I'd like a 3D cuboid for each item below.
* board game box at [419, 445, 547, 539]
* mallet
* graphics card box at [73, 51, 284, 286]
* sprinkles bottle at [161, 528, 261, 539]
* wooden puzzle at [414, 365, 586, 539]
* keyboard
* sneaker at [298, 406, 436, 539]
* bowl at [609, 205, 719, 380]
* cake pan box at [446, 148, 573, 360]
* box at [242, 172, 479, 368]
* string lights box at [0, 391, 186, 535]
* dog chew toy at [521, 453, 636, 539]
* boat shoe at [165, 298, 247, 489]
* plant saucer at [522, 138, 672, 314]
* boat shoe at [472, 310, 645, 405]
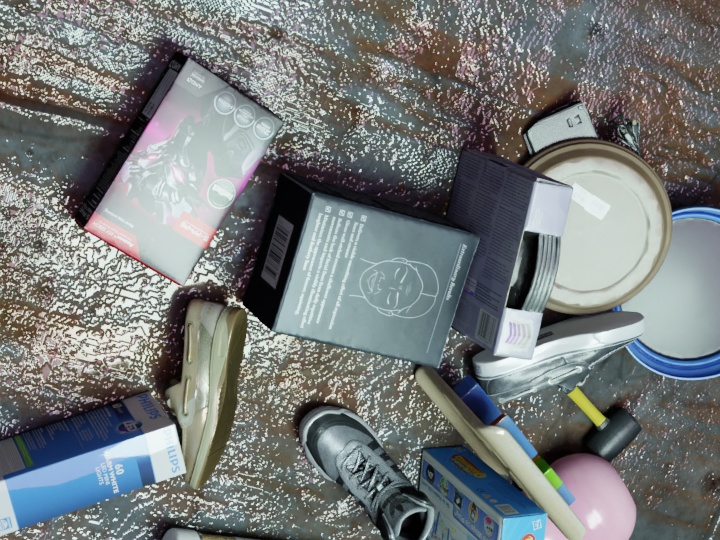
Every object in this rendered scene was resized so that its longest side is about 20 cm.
[{"bbox_3d":[0.125,0.322,1.705,0.055,0.200,0.198,-2,106,-23],"label":"board game box"},{"bbox_3d":[0.243,0.150,1.799,0.200,0.041,0.066,38,91,-22],"label":"mallet"},{"bbox_3d":[-0.180,-0.100,1.540,0.125,0.051,0.201,32,90,-26],"label":"graphics card box"},{"bbox_3d":[-0.119,0.324,1.677,0.198,0.068,0.069,12,100,-25],"label":"sprinkles bottle"},{"bbox_3d":[0.158,0.188,1.678,0.046,0.200,0.186,-43,116,-6],"label":"wooden puzzle"},{"bbox_3d":[0.270,-0.095,1.721,0.126,0.021,0.201,-23,106,4],"label":"keyboard"},{"bbox_3d":[0.018,0.231,1.681,0.075,0.114,0.200,-44,116,-6],"label":"sneaker"},{"bbox_3d":[0.382,0.025,1.782,0.198,0.039,0.203,0,101,-1],"label":"bowl"},{"bbox_3d":[0.142,-0.021,1.613,0.052,0.200,0.186,7,100,-21],"label":"cake pan box"},{"bbox_3d":[0.000,0.000,1.611,0.198,0.107,0.150,14,99,-24],"label":"box"},{"bbox_3d":[-0.286,0.191,1.550,0.198,0.103,0.060,-17,110,-17],"label":"string lights box"},{"bbox_3d":[0.217,0.299,1.784,0.199,0.125,0.125,-31,114,-4],"label":"dog chew toy"},{"bbox_3d":[-0.167,0.128,1.608,0.064,0.072,0.202,14,107,11],"label":"boat shoe"},{"bbox_3d":[0.249,-0.045,1.710,0.198,0.029,0.202,0,105,-1],"label":"plant saucer"},{"bbox_3d":[0.227,0.101,1.729,0.198,0.072,0.068,-18,106,-3],"label":"boat shoe"}]
